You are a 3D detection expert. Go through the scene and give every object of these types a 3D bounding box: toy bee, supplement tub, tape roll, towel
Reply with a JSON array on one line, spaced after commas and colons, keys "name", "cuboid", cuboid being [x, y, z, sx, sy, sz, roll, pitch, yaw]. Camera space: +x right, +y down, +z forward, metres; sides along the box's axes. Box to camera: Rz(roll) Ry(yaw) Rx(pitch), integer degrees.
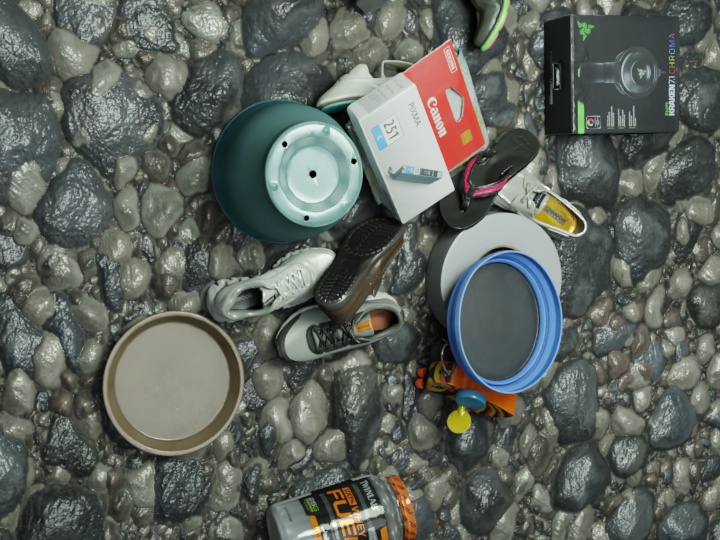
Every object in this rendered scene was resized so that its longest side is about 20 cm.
[{"name": "toy bee", "cuboid": [0.142, 0.159, 1.760, 0.201, 0.108, 0.132, 57, 46, -28]}, {"name": "supplement tub", "cuboid": [-0.027, 0.368, 1.698, 0.197, 0.122, 0.125, -15, 100, -17]}, {"name": "tape roll", "cuboid": [0.199, 0.014, 1.771, 0.197, 0.066, 0.204, -2, 96, -19]}, {"name": "towel", "cuboid": [0.082, -0.200, 1.686, 0.198, 0.048, 0.172, -33, 134, -10]}]

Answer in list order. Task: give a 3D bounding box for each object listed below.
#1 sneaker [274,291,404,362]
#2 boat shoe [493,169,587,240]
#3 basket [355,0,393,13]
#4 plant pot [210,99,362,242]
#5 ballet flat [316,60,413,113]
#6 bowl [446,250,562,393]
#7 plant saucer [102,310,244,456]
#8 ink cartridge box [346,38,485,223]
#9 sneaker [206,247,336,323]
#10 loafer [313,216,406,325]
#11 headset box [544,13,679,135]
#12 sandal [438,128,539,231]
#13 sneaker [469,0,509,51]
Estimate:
[{"name": "sneaker", "cuboid": [-0.029, 0.081, 1.693, 0.197, 0.079, 0.075, -18, 103, -15]}, {"name": "boat shoe", "cuboid": [0.256, -0.107, 1.774, 0.199, 0.070, 0.072, 34, 83, -15]}, {"name": "basket", "cuboid": [0.049, -0.474, 1.637, 0.123, 0.135, 0.200, 44, 81, -15]}, {"name": "plant pot", "cuboid": [-0.088, -0.132, 1.594, 0.197, 0.188, 0.204, -2, 96, -18]}, {"name": "ballet flat", "cuboid": [0.023, -0.264, 1.688, 0.197, 0.069, 0.071, -9, 98, -25]}, {"name": "bowl", "cuboid": [0.205, 0.073, 1.698, 0.198, 0.039, 0.205, 1, 89, -35]}, {"name": "plant saucer", "cuboid": [-0.260, 0.155, 1.647, 0.197, 0.029, 0.204, -2, 95, -19]}, {"name": "ink cartridge box", "cuboid": [0.090, -0.189, 1.636, 0.175, 0.045, 0.201, -34, 134, -7]}, {"name": "sneaker", "cuboid": [-0.115, 0.025, 1.658, 0.198, 0.081, 0.076, -23, 100, -17]}, {"name": "loafer", "cuboid": [0.000, 0.000, 1.685, 0.200, 0.072, 0.072, -49, 143, -33]}, {"name": "headset box", "cuboid": [0.372, -0.293, 1.786, 0.197, 0.093, 0.177, -2, 95, -18]}, {"name": "sandal", "cuboid": [0.185, -0.141, 1.724, 0.075, 0.045, 0.200, 40, 74, 14]}, {"name": "sneaker", "cuboid": [0.175, -0.421, 1.726, 0.082, 0.077, 0.204, 2, 92, -1]}]
